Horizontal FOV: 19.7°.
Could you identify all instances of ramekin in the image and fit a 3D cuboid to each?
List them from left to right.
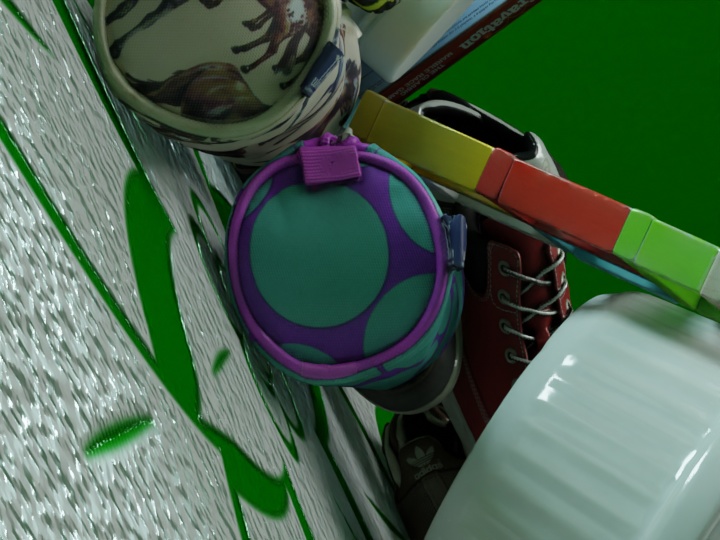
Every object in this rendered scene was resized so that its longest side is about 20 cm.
[{"bbox_3d":[0.097,0.101,0.829,0.094,0.203,0.202,31,-8,16],"label":"ramekin"}]

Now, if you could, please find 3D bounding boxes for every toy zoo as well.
[{"bbox_3d":[0.076,-0.026,0.856,0.199,0.021,0.131,26,0,22],"label":"toy zoo"}]

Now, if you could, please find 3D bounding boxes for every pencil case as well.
[{"bbox_3d":[-0.039,-0.082,0.744,0.078,0.089,0.200,63,2,1],"label":"pencil case"},{"bbox_3d":[0.000,0.000,0.817,0.200,0.084,0.093,45,51,-85],"label":"pencil case"}]

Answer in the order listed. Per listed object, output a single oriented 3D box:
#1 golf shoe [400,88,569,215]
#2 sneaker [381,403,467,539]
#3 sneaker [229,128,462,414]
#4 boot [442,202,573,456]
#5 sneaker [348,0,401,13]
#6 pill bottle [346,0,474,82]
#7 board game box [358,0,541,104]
[{"bbox_3d":[0.026,-0.063,1.072,0.199,0.078,0.095,17,-32,29],"label":"golf shoe"},{"bbox_3d":[0.048,0.095,1.107,0.200,0.070,0.076,-104,168,-79],"label":"sneaker"},{"bbox_3d":[-0.022,-0.027,0.951,0.201,0.074,0.106,65,13,13],"label":"sneaker"},{"bbox_3d":[0.089,0.055,0.959,0.145,0.072,0.201,92,-22,-44],"label":"boot"},{"bbox_3d":[-0.020,-0.184,0.787,0.075,0.076,0.201,37,-19,50],"label":"sneaker"},{"bbox_3d":[-0.029,-0.183,0.918,0.200,0.113,0.112,44,2,1],"label":"pill bottle"},{"bbox_3d":[0.010,-0.134,1.027,0.019,0.199,0.104,23,39,-55],"label":"board game box"}]
